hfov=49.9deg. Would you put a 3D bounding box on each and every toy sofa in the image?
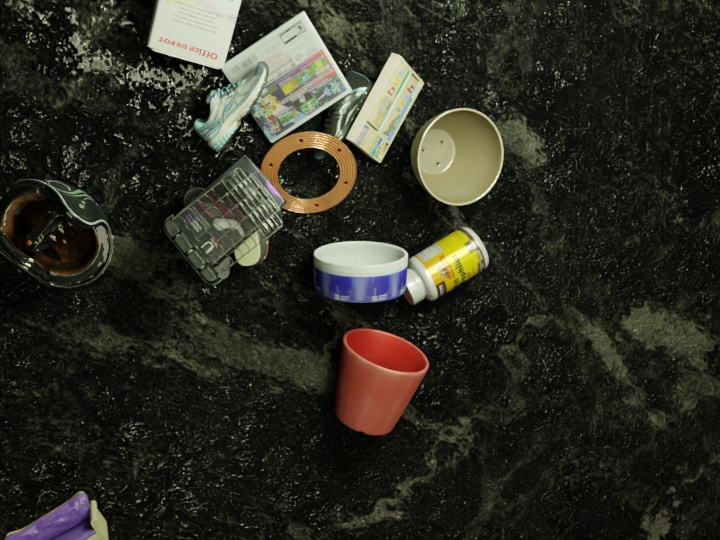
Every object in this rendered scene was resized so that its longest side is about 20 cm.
[{"bbox_3d":[-0.632,0.558,1.601,0.199,0.083,0.098,-29,112,-11],"label":"toy sofa"}]

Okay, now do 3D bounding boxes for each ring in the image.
[{"bbox_3d":[-0.108,-0.203,1.601,0.199,0.019,0.201,-6,133,-7],"label":"ring"}]

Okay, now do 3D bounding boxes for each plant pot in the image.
[{"bbox_3d":[0.032,0.253,1.722,0.199,0.201,0.178,10,109,-22],"label":"plant pot"}]

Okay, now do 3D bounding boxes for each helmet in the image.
[{"bbox_3d":[-0.556,-0.068,1.417,0.198,0.191,0.202,-2,78,10],"label":"helmet"}]

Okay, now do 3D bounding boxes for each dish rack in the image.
[{"bbox_3d":[-0.250,-0.085,1.436,0.200,0.055,0.154,-38,96,-2],"label":"dish rack"}]

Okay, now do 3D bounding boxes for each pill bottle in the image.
[{"bbox_3d":[0.182,-0.006,1.748,0.199,0.109,0.110,-31,112,-11],"label":"pill bottle"}]

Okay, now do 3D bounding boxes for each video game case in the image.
[{"bbox_3d":[-0.147,-0.384,1.551,0.199,0.023,0.183,-31,112,7],"label":"video game case"}]

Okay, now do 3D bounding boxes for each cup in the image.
[{"bbox_3d":[0.187,-0.250,1.671,0.199,0.143,0.202,-5,105,-18],"label":"cup"}]

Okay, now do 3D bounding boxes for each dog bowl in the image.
[{"bbox_3d":[0.000,0.000,1.633,0.199,0.200,0.079,-5,108,-19],"label":"dog bowl"}]

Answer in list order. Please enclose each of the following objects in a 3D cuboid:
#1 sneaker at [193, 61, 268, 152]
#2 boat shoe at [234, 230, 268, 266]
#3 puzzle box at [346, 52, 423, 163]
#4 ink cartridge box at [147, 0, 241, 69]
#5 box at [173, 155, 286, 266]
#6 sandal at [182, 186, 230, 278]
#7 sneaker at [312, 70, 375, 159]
[{"bbox_3d":[-0.254,-0.331,1.510,0.086,0.078,0.200,36,104,-12],"label":"sneaker"},{"bbox_3d":[-0.230,-0.110,1.600,0.073,0.063,0.203,-3,92,12],"label":"boat shoe"},{"bbox_3d":[0.054,-0.337,1.624,0.201,0.025,0.133,-62,151,2],"label":"puzzle box"},{"bbox_3d":[-0.303,-0.497,1.438,0.144,0.084,0.201,11,113,-22],"label":"ink cartridge box"},{"bbox_3d":[-0.256,-0.113,1.512,0.200,0.106,0.122,-41,94,-1],"label":"box"},{"bbox_3d":[-0.319,-0.069,1.583,0.076,0.043,0.201,-20,109,-15],"label":"sandal"},{"bbox_3d":[-0.046,-0.323,1.617,0.082,0.073,0.201,36,85,-5],"label":"sneaker"}]
